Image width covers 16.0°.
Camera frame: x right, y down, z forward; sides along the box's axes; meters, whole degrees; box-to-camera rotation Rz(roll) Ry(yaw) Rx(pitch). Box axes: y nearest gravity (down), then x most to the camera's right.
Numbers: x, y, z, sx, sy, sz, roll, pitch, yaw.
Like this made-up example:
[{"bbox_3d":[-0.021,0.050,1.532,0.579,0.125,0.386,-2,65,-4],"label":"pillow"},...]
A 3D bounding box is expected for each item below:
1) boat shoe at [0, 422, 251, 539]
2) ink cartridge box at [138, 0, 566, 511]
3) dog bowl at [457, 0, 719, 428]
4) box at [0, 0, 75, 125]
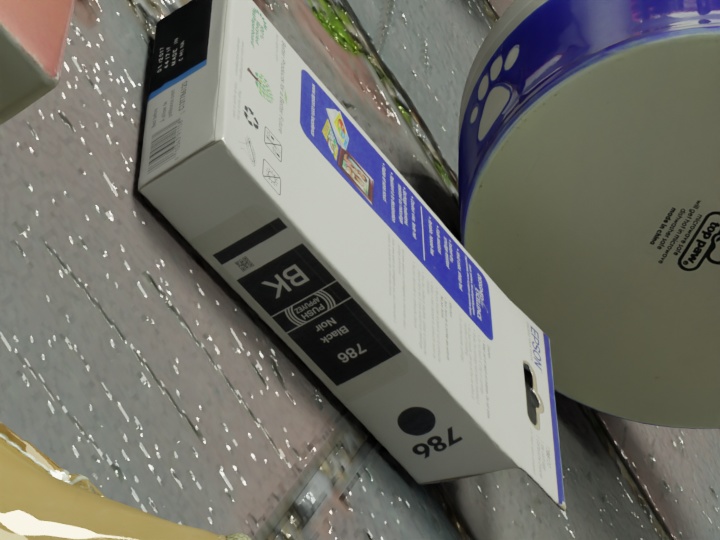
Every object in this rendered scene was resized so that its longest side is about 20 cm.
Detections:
[{"bbox_3d":[-0.057,0.078,0.592,0.200,0.076,0.072,49,24,-28],"label":"boat shoe"},{"bbox_3d":[0.000,0.000,0.885,0.200,0.039,0.100,47,24,-29],"label":"ink cartridge box"},{"bbox_3d":[0.138,-0.034,1.022,0.200,0.200,0.079,49,27,-29],"label":"dog bowl"},{"bbox_3d":[-0.160,-0.124,0.572,0.200,0.106,0.152,49,23,-29],"label":"box"}]
